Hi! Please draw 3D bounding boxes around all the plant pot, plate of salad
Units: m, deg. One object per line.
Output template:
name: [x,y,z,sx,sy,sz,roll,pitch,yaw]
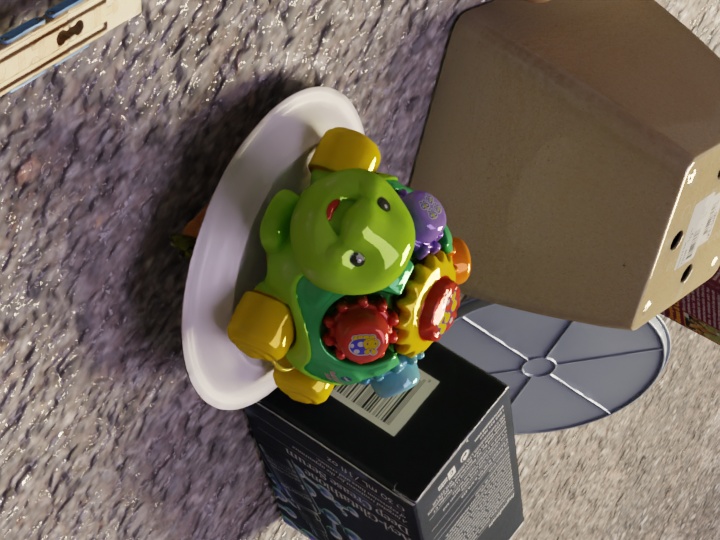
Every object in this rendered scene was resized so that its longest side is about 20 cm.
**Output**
plant pot: [0.165,-0.072,1.422,0.200,0.177,0.200,-29,142,-50]
plate of salad: [-0.056,-0.015,1.217,0.200,0.048,0.201,-45,145,-44]

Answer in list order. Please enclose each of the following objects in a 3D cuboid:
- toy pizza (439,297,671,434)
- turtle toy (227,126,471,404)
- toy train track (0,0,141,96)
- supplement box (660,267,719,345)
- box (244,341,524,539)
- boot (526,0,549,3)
toy pizza: [0.132,0.060,1.537,0.201,0.199,0.032,81,4,-54]
turtle toy: [0.000,0.000,1.163,0.146,0.101,0.200,-64,155,-13]
toy train track: [-0.170,-0.096,0.930,0.200,0.032,0.115,-41,143,-48]
supplement box: [0.280,-0.011,1.682,0.086,0.200,0.110,-53,155,-17]
box: [0.019,0.128,1.397,0.107,0.148,0.200,-49,153,-21]
boot: [0.168,-0.273,1.327,0.201,0.071,0.144,-41,153,-26]
